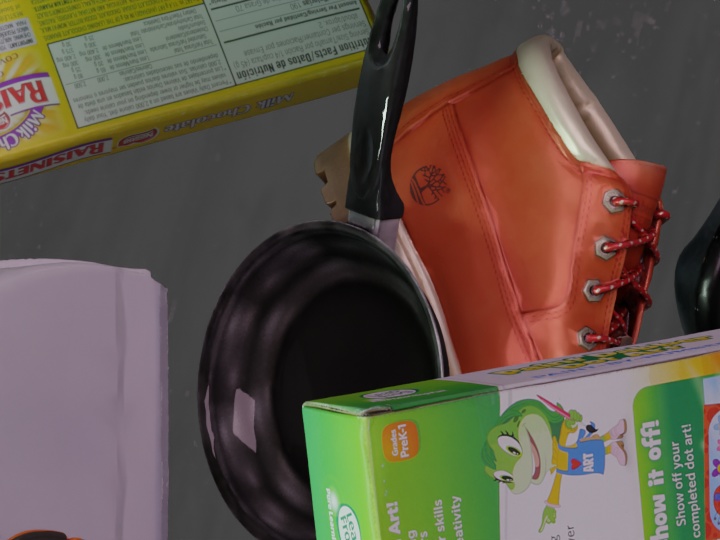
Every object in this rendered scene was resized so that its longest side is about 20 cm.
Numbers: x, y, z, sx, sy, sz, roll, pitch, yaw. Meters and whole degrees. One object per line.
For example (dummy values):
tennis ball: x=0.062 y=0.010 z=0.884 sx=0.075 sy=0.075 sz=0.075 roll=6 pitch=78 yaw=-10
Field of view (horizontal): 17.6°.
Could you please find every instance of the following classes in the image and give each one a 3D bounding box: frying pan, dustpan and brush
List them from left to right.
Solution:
dustpan and brush: x=-0.154 y=0.055 z=0.754 sx=0.199 sy=0.057 sz=0.140 roll=14 pitch=70 yaw=-46
frying pan: x=-0.013 y=0.003 z=0.798 sx=0.031 sy=0.115 sz=0.191 roll=6 pitch=79 yaw=-47

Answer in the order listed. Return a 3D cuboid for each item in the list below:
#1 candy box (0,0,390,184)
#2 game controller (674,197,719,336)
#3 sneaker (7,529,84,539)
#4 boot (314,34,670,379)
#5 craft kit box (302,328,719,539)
candy box: x=-0.098 y=-0.093 z=0.869 sx=0.199 sy=0.026 sz=0.103 roll=-16 pitch=72 yaw=-16
game controller: x=0.174 y=-0.034 z=0.856 sx=0.042 sy=0.105 sz=0.200 roll=21 pitch=61 yaw=26
sneaker: x=-0.113 y=0.180 z=0.685 sx=0.075 sy=0.078 sz=0.201 roll=26 pitch=58 yaw=-19
boot: x=0.073 y=0.015 z=0.807 sx=0.107 sy=0.075 sz=0.201 roll=-32 pitch=74 yaw=15
craft kit box: x=0.089 y=0.121 z=0.675 sx=0.197 sy=0.048 sz=0.201 roll=-8 pitch=96 yaw=-28
